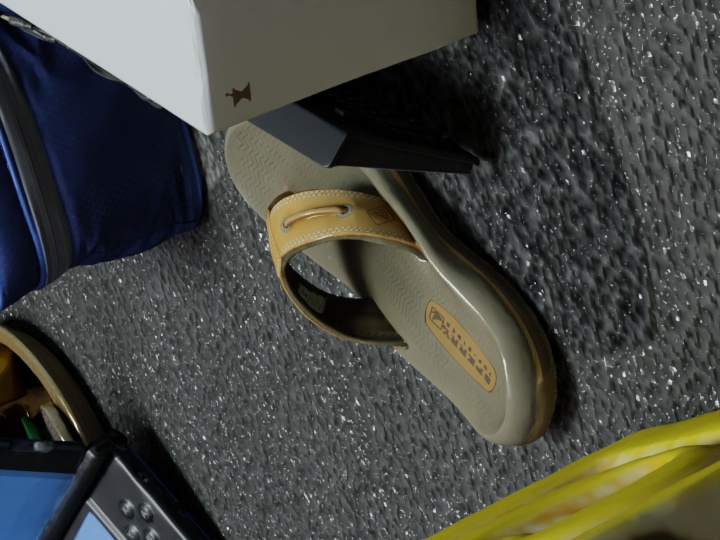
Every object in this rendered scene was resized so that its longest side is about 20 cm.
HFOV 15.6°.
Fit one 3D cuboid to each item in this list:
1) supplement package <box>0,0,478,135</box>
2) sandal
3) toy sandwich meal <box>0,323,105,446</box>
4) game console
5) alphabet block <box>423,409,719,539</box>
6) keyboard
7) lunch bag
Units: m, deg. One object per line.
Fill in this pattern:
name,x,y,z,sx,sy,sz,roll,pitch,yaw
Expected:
supplement package,-0.064,-0.151,0.948,0.200,0.119,0.122,34,138,47
sandal,0.000,0.000,1.027,0.200,0.054,0.081,47,148,34
toy sandwich meal,-0.197,0.121,1.476,0.205,0.070,0.206,43,145,39
game console,-0.179,0.182,1.369,0.171,0.118,0.200,47,135,15
alphabet block,0.101,0.164,0.822,0.196,0.195,0.201,-25,88,62
keyboard,-0.055,-0.079,0.998,0.200,0.127,0.021,32,113,48
lunch bag,-0.181,-0.067,1.222,0.200,0.132,0.136,16,125,57
